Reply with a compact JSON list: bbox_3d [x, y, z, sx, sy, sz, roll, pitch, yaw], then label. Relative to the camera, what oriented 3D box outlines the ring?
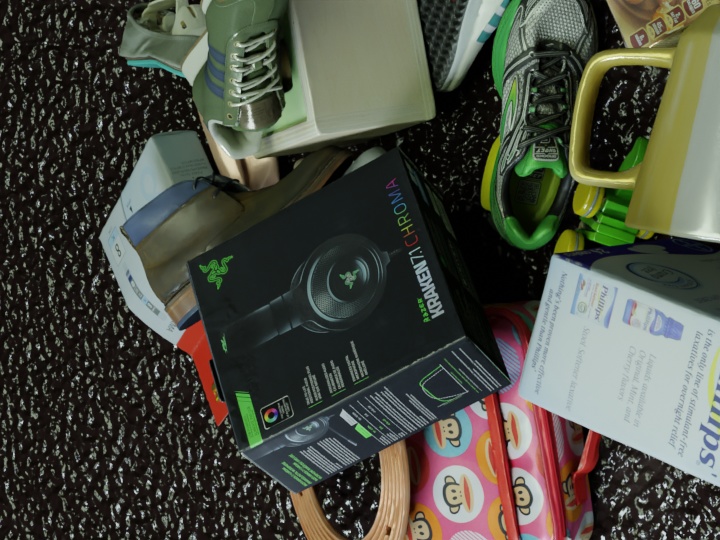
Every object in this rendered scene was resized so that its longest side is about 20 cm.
[{"bbox_3d":[-0.009,0.143,1.591,0.200,0.019,0.203,23,116,59],"label":"ring"}]

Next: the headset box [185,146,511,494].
[{"bbox_3d":[-0.017,0.040,1.496,0.199,0.093,0.175,-27,56,14],"label":"headset box"}]

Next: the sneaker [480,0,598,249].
[{"bbox_3d":[0.135,-0.110,1.468,0.085,0.077,0.202,-113,26,-71],"label":"sneaker"}]

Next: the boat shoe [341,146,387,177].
[{"bbox_3d":[-0.002,0.001,1.613,0.068,0.073,0.201,34,118,25],"label":"boat shoe"}]

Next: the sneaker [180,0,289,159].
[{"bbox_3d":[-0.077,-0.146,1.475,0.200,0.067,0.091,128,123,-67],"label":"sneaker"}]

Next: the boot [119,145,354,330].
[{"bbox_3d":[-0.100,-0.051,1.589,0.200,0.075,0.097,-42,82,17],"label":"boot"}]

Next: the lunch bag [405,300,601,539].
[{"bbox_3d":[0.103,0.124,1.544,0.175,0.082,0.202,-9,92,36],"label":"lunch bag"}]

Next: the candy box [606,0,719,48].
[{"bbox_3d":[0.247,-0.241,1.389,0.199,0.055,0.116,-31,78,38],"label":"candy box"}]

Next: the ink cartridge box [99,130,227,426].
[{"bbox_3d":[-0.145,0.010,1.705,0.160,0.047,0.201,-53,54,51],"label":"ink cartridge box"}]

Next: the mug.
[{"bbox_3d":[0.241,-0.095,1.350,0.185,0.149,0.155,8,94,-4],"label":"mug"}]

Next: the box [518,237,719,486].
[{"bbox_3d":[0.240,0.060,1.353,0.199,0.183,0.106,23,108,34],"label":"box"}]

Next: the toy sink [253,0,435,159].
[{"bbox_3d":[-0.034,-0.197,1.560,0.130,0.111,0.202,-10,90,65],"label":"toy sink"}]

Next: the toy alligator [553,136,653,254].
[{"bbox_3d":[0.165,-0.003,1.481,0.054,0.059,0.202,-130,59,-74],"label":"toy alligator"}]

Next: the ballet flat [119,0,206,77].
[{"bbox_3d":[-0.145,-0.190,1.678,0.200,0.067,0.064,21,105,59],"label":"ballet flat"}]

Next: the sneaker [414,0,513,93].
[{"bbox_3d":[0.100,-0.202,1.506,0.200,0.093,0.071,108,146,-53],"label":"sneaker"}]

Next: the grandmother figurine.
[{"bbox_3d":[-0.087,-0.054,1.686,0.121,0.060,0.202,-25,77,47],"label":"grandmother figurine"}]
